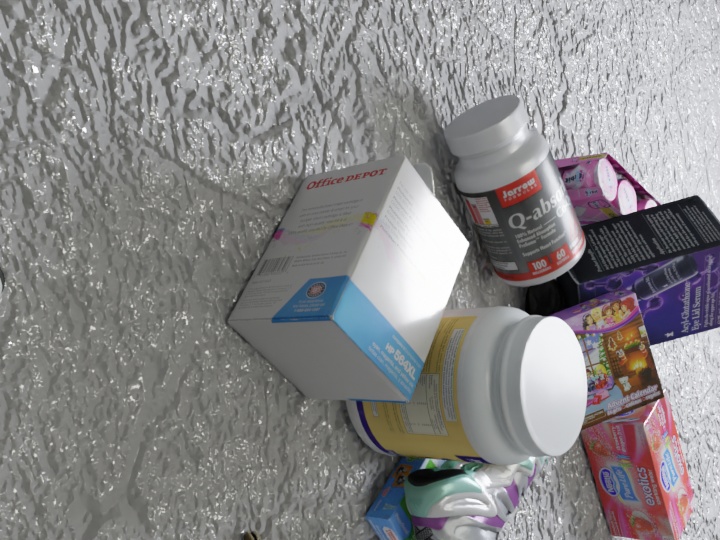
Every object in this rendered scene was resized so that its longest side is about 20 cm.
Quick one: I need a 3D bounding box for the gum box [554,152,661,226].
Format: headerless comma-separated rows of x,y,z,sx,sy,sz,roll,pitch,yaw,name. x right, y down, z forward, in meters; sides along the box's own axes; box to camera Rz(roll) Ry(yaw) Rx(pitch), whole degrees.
0.318,-0.087,1.160,0.199,0.113,0.067,28,66,-43,gum box

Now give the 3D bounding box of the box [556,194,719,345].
0.357,0.012,1.094,0.105,0.198,0.149,-103,175,-50,box

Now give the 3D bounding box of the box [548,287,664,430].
0.247,0.120,1.015,0.199,0.039,0.138,-21,101,-3,box

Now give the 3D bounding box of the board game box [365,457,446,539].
0.097,0.242,0.930,0.200,0.036,0.152,-51,122,-40,board game box

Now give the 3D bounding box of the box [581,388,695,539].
0.393,0.275,1.217,0.095,0.102,0.201,-37,114,-44,box

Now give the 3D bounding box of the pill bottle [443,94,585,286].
0.178,-0.092,0.999,0.116,0.115,0.201,-50,122,-39,pill bottle

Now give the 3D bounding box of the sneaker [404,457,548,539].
0.125,0.260,0.883,0.199,0.077,0.141,-7,92,-39,sneaker

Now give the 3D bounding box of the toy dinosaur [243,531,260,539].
-0.111,0.303,0.669,0.101,0.058,0.201,35,60,-42,toy dinosaur

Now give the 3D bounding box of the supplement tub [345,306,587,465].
0.099,0.109,0.822,0.145,0.199,0.147,7,81,-48,supplement tub

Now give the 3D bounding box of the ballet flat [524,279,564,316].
0.238,0.107,1.084,0.057,0.066,0.202,23,70,-56,ballet flat

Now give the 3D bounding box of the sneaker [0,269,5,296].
-0.303,-0.012,0.474,0.200,0.075,0.116,51,54,-33,sneaker

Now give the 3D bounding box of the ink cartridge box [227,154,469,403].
0.000,0.000,0.775,0.125,0.128,0.201,49,53,-34,ink cartridge box
